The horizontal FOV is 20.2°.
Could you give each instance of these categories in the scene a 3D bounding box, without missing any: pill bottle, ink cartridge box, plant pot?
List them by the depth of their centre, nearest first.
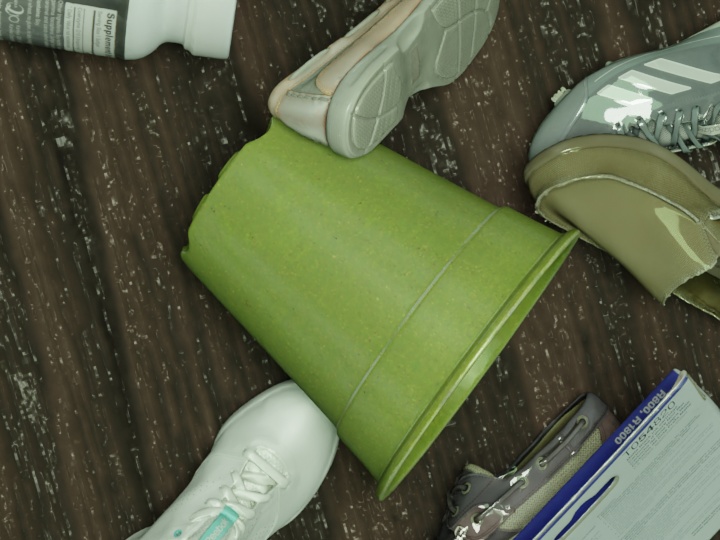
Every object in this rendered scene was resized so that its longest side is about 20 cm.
[{"bbox_3d":[-0.170,-0.190,1.217,0.198,0.116,0.118,8,93,-4],"label":"pill bottle"},{"bbox_3d":[0.000,0.000,1.219,0.189,0.200,0.201,38,90,7],"label":"plant pot"},{"bbox_3d":[0.147,0.155,1.230,0.200,0.200,0.041,-46,57,-1],"label":"ink cartridge box"}]

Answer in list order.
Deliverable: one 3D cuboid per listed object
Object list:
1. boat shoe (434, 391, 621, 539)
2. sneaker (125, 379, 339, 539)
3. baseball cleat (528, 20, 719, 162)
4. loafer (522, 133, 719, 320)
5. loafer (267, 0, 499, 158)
[{"bbox_3d":[0.085,0.150,1.280,0.199,0.072,0.065,-33,90,-5],"label":"boat shoe"},{"bbox_3d":[-0.085,0.153,1.256,0.075,0.088,0.200,43,89,-4],"label":"sneaker"},{"bbox_3d":[0.203,-0.099,1.254,0.199,0.107,0.070,-31,133,-2],"label":"baseball cleat"},{"bbox_3d":[0.190,-0.022,1.246,0.198,0.076,0.068,20,53,-20],"label":"loafer"},{"bbox_3d":[0.017,-0.137,1.218,0.062,0.200,0.072,18,129,23],"label":"loafer"}]
